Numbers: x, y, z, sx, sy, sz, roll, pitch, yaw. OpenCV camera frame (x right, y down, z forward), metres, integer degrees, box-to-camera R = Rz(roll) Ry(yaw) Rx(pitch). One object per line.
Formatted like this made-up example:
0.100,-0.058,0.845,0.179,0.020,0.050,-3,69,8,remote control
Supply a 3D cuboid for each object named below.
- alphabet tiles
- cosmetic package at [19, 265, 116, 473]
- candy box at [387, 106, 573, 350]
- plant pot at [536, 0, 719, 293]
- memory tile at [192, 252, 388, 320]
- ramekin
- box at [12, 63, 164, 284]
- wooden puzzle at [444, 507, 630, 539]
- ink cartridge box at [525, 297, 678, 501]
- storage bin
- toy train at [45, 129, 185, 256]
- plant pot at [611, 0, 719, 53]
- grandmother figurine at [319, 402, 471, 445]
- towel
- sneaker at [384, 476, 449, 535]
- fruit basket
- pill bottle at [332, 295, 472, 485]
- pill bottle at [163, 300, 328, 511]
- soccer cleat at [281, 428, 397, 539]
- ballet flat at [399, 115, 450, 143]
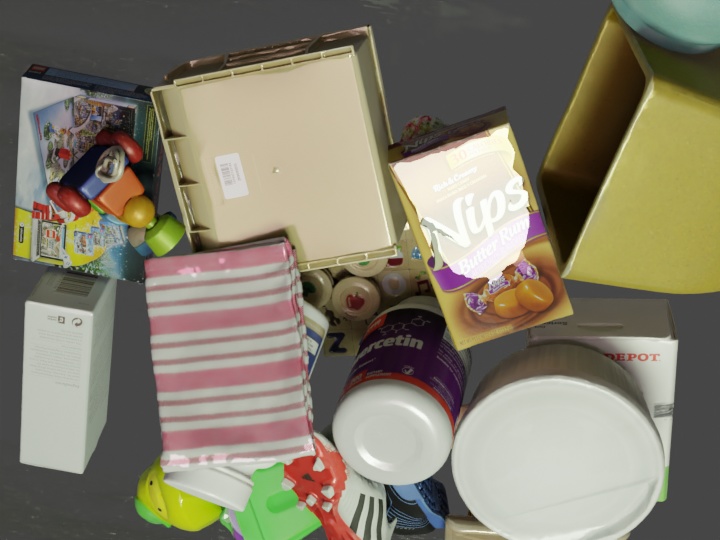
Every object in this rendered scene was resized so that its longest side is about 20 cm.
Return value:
0.000,0.000,1.404,0.166,0.006,0.201,-3,118,8,alphabet tiles
-0.302,0.098,1.435,0.071,0.102,0.201,10,118,1,cosmetic package
0.110,-0.037,1.274,0.116,0.056,0.200,-19,111,9,candy box
0.291,-0.092,1.225,0.199,0.194,0.196,16,119,-9,plant pot
-0.069,-0.033,1.378,0.199,0.017,0.154,13,117,4,memory tile
0.189,0.162,1.325,0.202,0.094,0.203,4,119,7,ramekin
-0.266,-0.092,1.362,0.136,0.038,0.200,11,119,0,box
0.182,0.278,1.467,0.185,0.046,0.200,3,160,4,wooden puzzle
0.239,0.131,1.405,0.145,0.084,0.201,0,119,6,ink cartridge box
-0.070,-0.104,1.288,0.198,0.094,0.201,-9,109,11,storage bin
-0.204,-0.058,1.245,0.116,0.200,0.085,45,80,-20,toy train
0.284,-0.264,1.140,0.200,0.201,0.134,20,144,-5,plant pot
0.046,0.174,1.463,0.199,0.061,0.122,-11,122,11,grandmother figurine
-0.120,0.076,1.247,0.146,0.030,0.201,-9,78,11,towel
0.040,0.236,1.451,0.078,0.070,0.200,-14,150,9,sneaker
-0.147,0.211,1.433,0.215,0.156,0.216,0,87,-1,fruit basket
0.046,0.107,1.335,0.112,0.200,0.113,6,120,10,pill bottle
-0.113,0.120,1.315,0.111,0.111,0.200,22,75,-6,pill bottle
-0.017,0.211,1.343,0.068,0.085,0.200,3,133,35,soccer cleat
0.095,-0.054,1.331,0.075,0.064,0.200,-24,114,4,ballet flat
